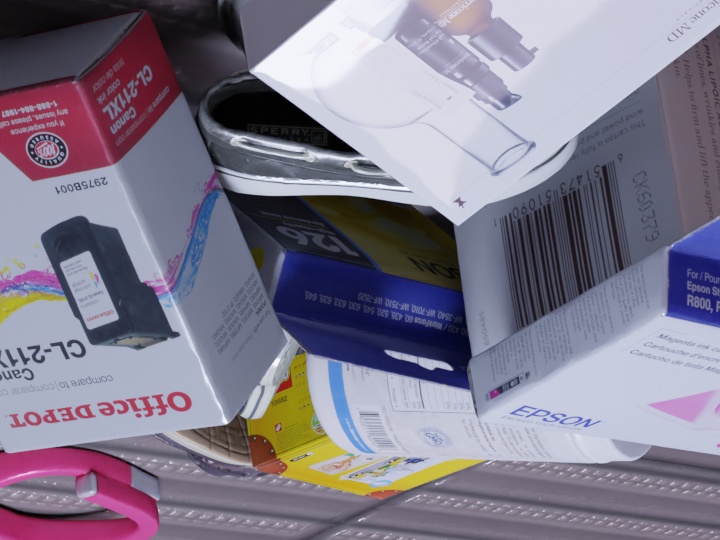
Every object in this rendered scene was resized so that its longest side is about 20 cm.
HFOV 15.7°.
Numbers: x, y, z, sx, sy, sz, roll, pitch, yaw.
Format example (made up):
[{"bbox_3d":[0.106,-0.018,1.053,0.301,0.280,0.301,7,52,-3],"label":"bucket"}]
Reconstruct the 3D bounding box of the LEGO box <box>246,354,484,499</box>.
[{"bbox_3d":[0.040,0.087,1.821,0.200,0.077,0.149,-23,154,33],"label":"LEGO box"}]

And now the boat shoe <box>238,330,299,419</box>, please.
[{"bbox_3d":[-0.067,0.040,1.523,0.062,0.075,0.200,26,171,2],"label":"boat shoe"}]

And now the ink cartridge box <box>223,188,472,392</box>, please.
[{"bbox_3d":[0.000,0.000,1.468,0.197,0.200,0.047,14,106,-42],"label":"ink cartridge box"}]

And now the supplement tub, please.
[{"bbox_3d":[0.079,0.053,1.620,0.199,0.132,0.132,-1,164,28],"label":"supplement tub"}]

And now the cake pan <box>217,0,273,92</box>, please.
[{"bbox_3d":[0.027,-0.130,1.337,0.199,0.037,0.200,-7,158,-3],"label":"cake pan"}]

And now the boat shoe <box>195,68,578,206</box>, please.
[{"bbox_3d":[0.015,-0.073,1.325,0.199,0.071,0.064,-4,159,-5],"label":"boat shoe"}]

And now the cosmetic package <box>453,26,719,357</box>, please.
[{"bbox_3d":[0.177,-0.030,1.462,0.200,0.166,0.165,13,150,-42],"label":"cosmetic package"}]

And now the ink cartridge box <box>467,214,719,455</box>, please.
[{"bbox_3d":[0.192,0.039,1.365,0.196,0.043,0.200,11,151,-37],"label":"ink cartridge box"}]

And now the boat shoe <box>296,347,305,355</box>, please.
[{"bbox_3d":[-0.059,0.029,1.659,0.073,0.065,0.200,-21,155,28],"label":"boat shoe"}]

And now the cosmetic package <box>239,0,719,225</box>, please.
[{"bbox_3d":[0.066,-0.127,1.216,0.200,0.052,0.151,-38,130,24],"label":"cosmetic package"}]

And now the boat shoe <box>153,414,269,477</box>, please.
[{"bbox_3d":[-0.096,0.115,1.857,0.065,0.072,0.200,-27,157,30],"label":"boat shoe"}]

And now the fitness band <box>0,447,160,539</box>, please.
[{"bbox_3d":[-0.239,0.183,2.018,0.143,0.038,0.200,-16,156,21],"label":"fitness band"}]

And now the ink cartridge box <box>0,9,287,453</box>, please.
[{"bbox_3d":[-0.144,-0.016,1.322,0.145,0.083,0.201,-9,116,28],"label":"ink cartridge box"}]
